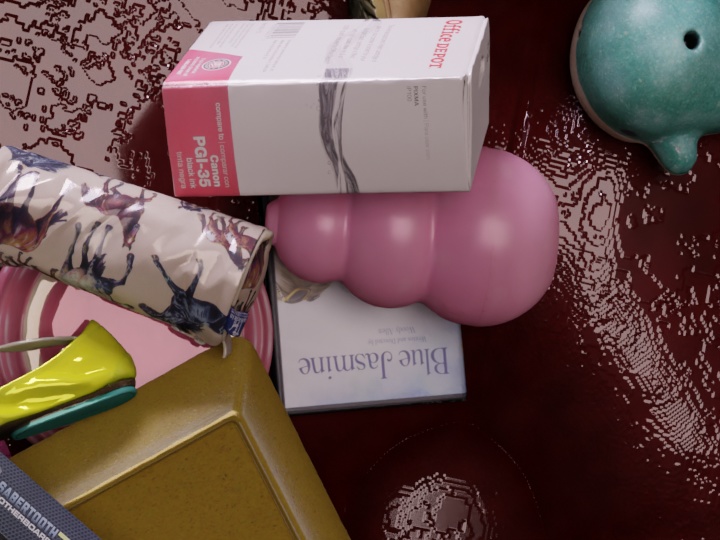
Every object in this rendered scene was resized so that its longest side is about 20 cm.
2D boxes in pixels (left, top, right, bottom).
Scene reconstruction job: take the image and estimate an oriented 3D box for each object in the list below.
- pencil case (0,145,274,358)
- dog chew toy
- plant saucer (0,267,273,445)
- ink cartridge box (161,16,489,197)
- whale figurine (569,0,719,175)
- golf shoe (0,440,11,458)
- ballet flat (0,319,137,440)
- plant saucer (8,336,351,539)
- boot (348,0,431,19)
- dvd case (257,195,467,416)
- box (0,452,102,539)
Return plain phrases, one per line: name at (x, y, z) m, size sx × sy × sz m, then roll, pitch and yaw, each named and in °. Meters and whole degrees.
pencil case at (-0.161, -0.014, 1.193) m, size 0.199 × 0.078 × 0.090 m, roll 18°, pitch 90°, yaw -2°
dog chew toy at (0.034, -0.026, 1.267) m, size 0.199 × 0.125 × 0.125 m, roll 3°, pitch 85°, yaw -6°
plant saucer at (-0.157, 0.045, 1.259) m, size 0.199 × 0.051 × 0.202 m, roll 0°, pitch 88°, yaw -9°
ink cartridge box at (-0.017, -0.111, 1.223) m, size 0.199 × 0.147 × 0.083 m, roll 0°, pitch 113°, yaw 10°
whale figurine at (0.256, -0.149, 1.354) m, size 0.199 × 0.104 × 0.160 m, roll 18°, pitch 81°, yaw -12°
golf shoe at (-0.298, 0.110, 1.221) m, size 0.075 × 0.091 × 0.201 m, roll -47°, pitch 120°, yaw -33°
ballet flat at (-0.239, 0.087, 1.171) m, size 0.199 × 0.067 × 0.067 m, roll -24°, pitch 82°, yaw -24°
plant saucer at (-0.117, 0.177, 1.230) m, size 0.199 × 0.048 × 0.201 m, roll -29°, pitch 110°, yaw -8°
boot at (0.090, -0.215, 1.340) m, size 0.199 × 0.066 × 0.176 m, roll -8°, pitch 88°, yaw -15°
dvd case at (0.000, 0.000, 1.324) m, size 0.142 × 0.018 × 0.201 m, roll -4°, pitch 87°, yaw -15°
box at (-0.232, 0.217, 1.164) m, size 0.158 × 0.200 × 0.051 m, roll 43°, pitch 41°, yaw -7°
